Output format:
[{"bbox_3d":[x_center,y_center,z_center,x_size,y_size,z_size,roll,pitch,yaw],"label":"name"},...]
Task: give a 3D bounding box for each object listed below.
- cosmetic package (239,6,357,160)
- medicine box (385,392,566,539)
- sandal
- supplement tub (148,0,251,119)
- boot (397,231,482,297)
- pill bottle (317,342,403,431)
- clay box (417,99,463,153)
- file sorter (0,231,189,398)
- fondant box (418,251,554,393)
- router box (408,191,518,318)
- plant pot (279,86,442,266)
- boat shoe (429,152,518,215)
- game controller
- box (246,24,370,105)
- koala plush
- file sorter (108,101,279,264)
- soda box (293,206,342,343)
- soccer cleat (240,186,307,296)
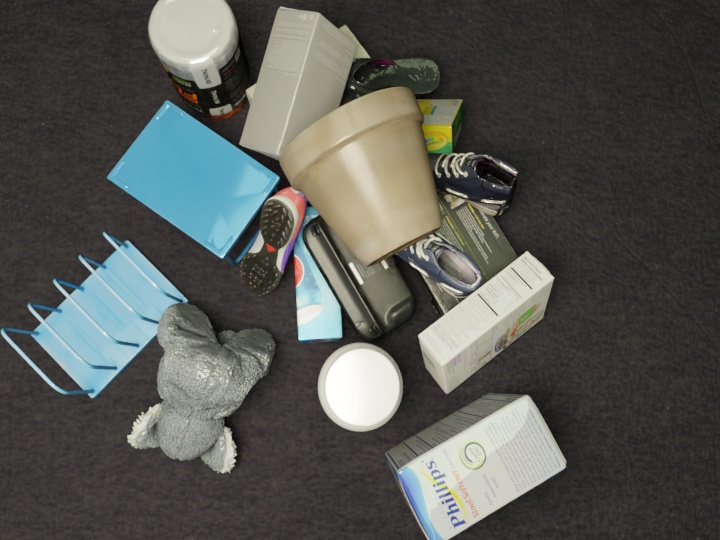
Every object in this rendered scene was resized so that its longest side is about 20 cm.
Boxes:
[{"bbox_3d":[-0.088,-0.255,0.849,0.090,0.106,0.202,23,94,31],"label":"cosmetic package"},{"bbox_3d":[0.146,0.260,0.808,0.198,0.182,0.104,-28,82,-7],"label":"medicine box"},{"bbox_3d":[0.027,-0.300,0.906,0.198,0.048,0.076,-10,85,-6],"label":"sandal"},{"bbox_3d":[-0.231,-0.314,0.883,0.121,0.200,0.124,0,80,-2],"label":"supplement tub"},{"bbox_3d":[0.093,-0.039,0.849,0.199,0.090,0.073,36,85,7],"label":"boot"},{"bbox_3d":[-0.002,0.159,0.810,0.114,0.200,0.117,0,79,-2],"label":"pill bottle"},{"bbox_3d":[0.052,-0.224,0.908,0.197,0.048,0.115,4,35,18],"label":"clay box"},{"bbox_3d":[-0.379,0.063,0.850,0.139,0.123,0.200,43,80,4],"label":"file sorter"},{"bbox_3d":[0.182,0.081,0.857,0.199,0.145,0.058,-35,62,-8],"label":"fondant box"},{"bbox_3d":[0.143,-0.044,0.926,0.148,0.051,0.201,-28,81,-7],"label":"router box"},{"bbox_3d":[0.020,-0.109,0.769,0.198,0.200,0.175,-27,86,-7],"label":"plant pot"},{"bbox_3d":[0.142,-0.154,0.876,0.198,0.093,0.075,22,75,6],"label":"boat shoe"},{"bbox_3d":[0.000,0.000,0.861,0.104,0.042,0.201,-31,93,-15],"label":"game controller"},{"bbox_3d":[-0.081,-0.301,0.955,0.199,0.068,0.083,-35,84,-7],"label":"box"},{"bbox_3d":[-0.228,0.180,0.822,0.176,0.184,0.202,21,101,-13],"label":"koala plush"},{"bbox_3d":[-0.236,-0.120,0.881,0.199,0.123,0.139,34,80,3],"label":"file sorter"},{"bbox_3d":[-0.067,0.007,0.904,0.067,0.064,0.203,-4,80,-3],"label":"soda box"},{"bbox_3d":[-0.123,-0.040,0.869,0.068,0.201,0.073,33,43,6],"label":"soccer cleat"}]
